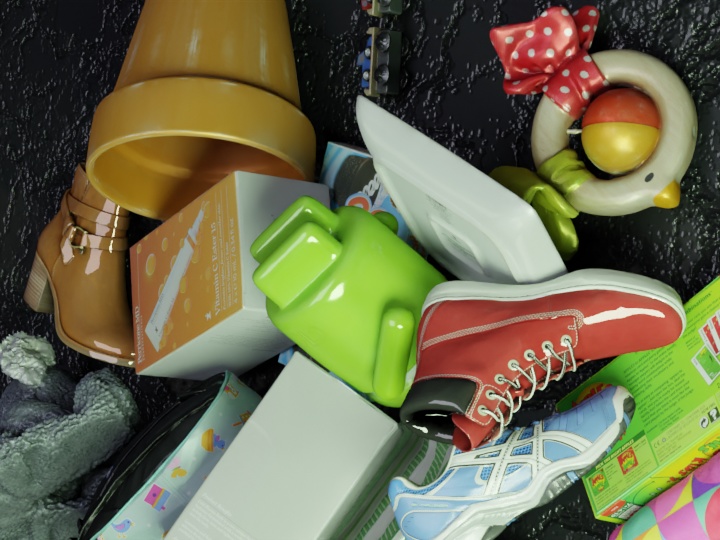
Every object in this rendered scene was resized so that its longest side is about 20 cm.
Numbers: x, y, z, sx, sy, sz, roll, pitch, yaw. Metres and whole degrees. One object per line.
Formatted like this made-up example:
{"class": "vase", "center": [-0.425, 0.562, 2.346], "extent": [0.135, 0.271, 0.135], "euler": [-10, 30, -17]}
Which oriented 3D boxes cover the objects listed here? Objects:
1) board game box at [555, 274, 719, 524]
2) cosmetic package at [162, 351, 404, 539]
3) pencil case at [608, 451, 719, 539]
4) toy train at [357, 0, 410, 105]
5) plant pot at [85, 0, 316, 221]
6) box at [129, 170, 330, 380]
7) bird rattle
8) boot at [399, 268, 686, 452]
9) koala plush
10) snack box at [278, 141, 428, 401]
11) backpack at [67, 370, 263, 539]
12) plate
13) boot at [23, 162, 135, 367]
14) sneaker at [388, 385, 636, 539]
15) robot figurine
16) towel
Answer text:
{"class": "board game box", "center": [0.240, 0.091, 1.365], "extent": [0.200, 0.047, 0.102], "euler": [-42, 48, 32]}
{"class": "cosmetic package", "center": [-0.062, 0.176, 1.495], "extent": [0.107, 0.090, 0.200], "euler": [37, 84, 10]}
{"class": "pencil case", "center": [0.265, 0.176, 1.326], "extent": [0.200, 0.088, 0.089], "euler": [-45, 59, 31]}
{"class": "toy train", "center": [0.020, -0.242, 1.607], "extent": [0.046, 0.034, 0.202], "euler": [0, 87, 46]}
{"class": "plant pot", "center": [-0.134, -0.161, 1.651], "extent": [0.199, 0.199, 0.185], "euler": [-16, 62, 40]}
{"class": "box", "center": [-0.114, 0.010, 1.634], "extent": [0.200, 0.097, 0.125], "euler": [-31, 58, 51]}
{"class": "bird rattle", "center": [0.180, -0.110, 1.434], "extent": [0.162, 0.113, 0.202], "euler": [3, 68, 23]}
{"class": "boot", "center": [0.130, 0.072, 1.329], "extent": [0.198, 0.073, 0.145], "euler": [-5, 41, 18]}
{"class": "koala plush", "center": [-0.297, 0.158, 1.782], "extent": [0.200, 0.182, 0.178], "euler": [-117, 12, -56]}
{"class": "snack box", "center": [0.000, 0.000, 1.608], "extent": [0.116, 0.037, 0.202], "euler": [20, 100, 41]}
{"class": "backpack", "center": [-0.140, 0.192, 1.625], "extent": [0.153, 0.176, 0.201], "euler": [34, 93, -3]}
{"class": "plate", "center": [0.084, -0.029, 1.437], "extent": [0.032, 0.200, 0.199], "euler": [-45, 52, -10]}
{"class": "boot", "center": [-0.248, -0.005, 1.813], "extent": [0.199, 0.073, 0.156], "euler": [33, 105, 36]}
{"class": "sneaker", "center": [0.110, 0.138, 1.346], "extent": [0.199, 0.076, 0.077], "euler": [-33, 82, -5]}
{"class": "robot figurine", "center": [0.006, 0.029, 1.475], "extent": [0.116, 0.200, 0.176], "euler": [-43, 25, 16]}
{"class": "towel", "center": [0.023, 0.184, 1.479], "extent": [0.153, 0.023, 0.200], "euler": [-54, 12, -2]}
